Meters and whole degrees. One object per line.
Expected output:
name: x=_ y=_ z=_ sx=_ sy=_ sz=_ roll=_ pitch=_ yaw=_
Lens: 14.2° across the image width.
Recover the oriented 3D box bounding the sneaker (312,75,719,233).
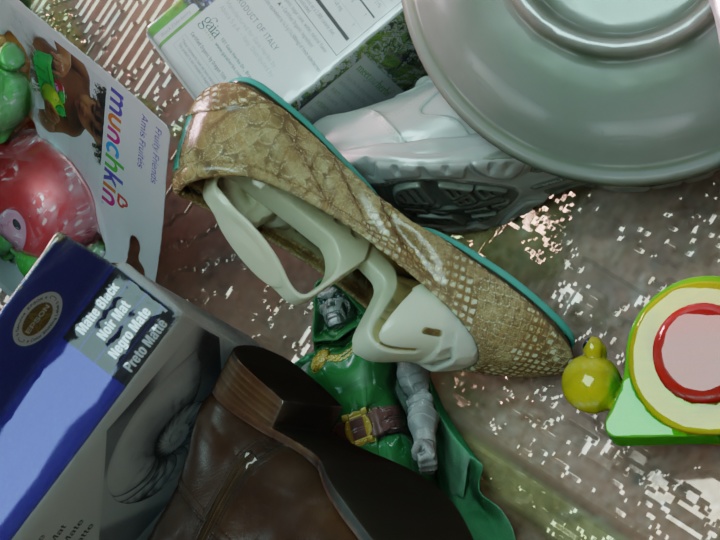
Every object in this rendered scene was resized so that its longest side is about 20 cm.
sneaker: x=0.070 y=-0.078 z=1.273 sx=0.200 sy=0.078 sz=0.100 roll=-8 pitch=67 yaw=9

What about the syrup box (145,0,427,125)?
syrup box: x=0.012 y=-0.132 z=1.298 sx=0.200 sy=0.079 sz=0.081 roll=-40 pitch=66 yaw=7

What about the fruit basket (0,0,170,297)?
fruit basket: x=-0.164 y=-0.050 z=1.298 sx=0.094 sy=0.185 sz=0.200 roll=-27 pitch=57 yaw=-31

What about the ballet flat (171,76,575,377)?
ballet flat: x=0.000 y=0.000 z=1.237 sx=0.200 sy=0.071 sz=0.065 roll=36 pitch=63 yaw=-4

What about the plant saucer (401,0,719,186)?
plant saucer: x=0.110 y=-0.137 z=1.201 sx=0.200 sy=0.050 sz=0.201 roll=-2 pitch=80 yaw=12

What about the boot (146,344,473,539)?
boot: x=-0.043 y=0.160 z=1.207 sx=0.186 sy=0.064 sz=0.200 roll=47 pitch=116 yaw=47

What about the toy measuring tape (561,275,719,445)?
toy measuring tape: x=0.183 y=0.036 z=1.201 sx=0.200 sy=0.074 sz=0.074 roll=-2 pitch=76 yaw=11

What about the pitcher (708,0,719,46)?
pitcher: x=0.187 y=-0.053 z=1.104 sx=0.121 sy=0.172 sz=0.200 roll=-17 pitch=111 yaw=25

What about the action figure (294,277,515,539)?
action figure: x=0.010 y=0.093 z=1.258 sx=0.118 sy=0.055 sz=0.200 roll=-22 pitch=66 yaw=17

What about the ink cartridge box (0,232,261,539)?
ink cartridge box: x=-0.130 y=0.095 z=1.227 sx=0.041 sy=0.200 sz=0.200 roll=37 pitch=92 yaw=25
